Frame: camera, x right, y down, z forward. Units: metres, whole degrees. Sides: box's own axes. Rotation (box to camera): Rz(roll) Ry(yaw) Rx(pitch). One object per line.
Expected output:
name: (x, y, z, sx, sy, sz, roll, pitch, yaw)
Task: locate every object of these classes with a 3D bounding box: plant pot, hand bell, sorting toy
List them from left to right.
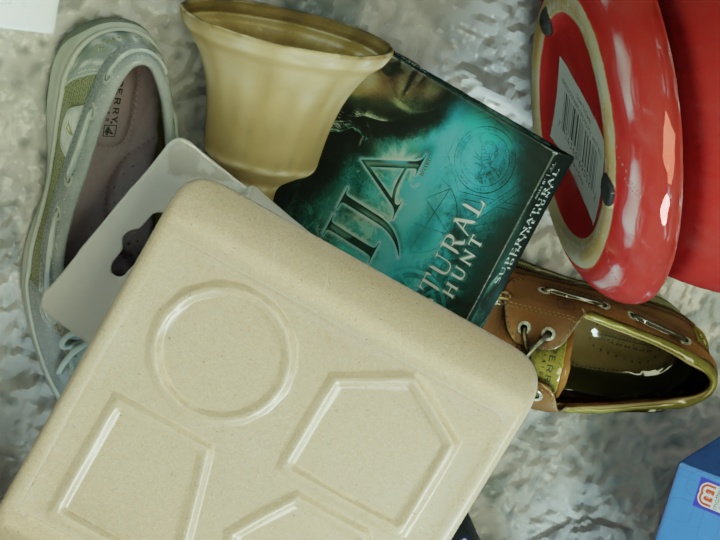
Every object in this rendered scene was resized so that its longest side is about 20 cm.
hand bell: (-0.056, -0.021, 1.419, 0.103, 0.104, 0.201, 7, 106, -22)
sorting toy: (-0.045, 0.084, 1.327, 0.184, 0.036, 0.201, 29, 101, -7)
plant pot: (0.187, -0.083, 1.437, 0.181, 0.201, 0.202, -5, 111, -13)

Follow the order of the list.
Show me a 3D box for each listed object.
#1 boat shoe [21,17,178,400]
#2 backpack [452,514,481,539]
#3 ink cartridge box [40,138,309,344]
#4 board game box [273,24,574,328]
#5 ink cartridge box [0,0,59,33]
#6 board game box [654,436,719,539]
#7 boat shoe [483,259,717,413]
boat shoe: (-0.119, -0.017, 1.422, 0.074, 0.065, 0.203, 0, 110, -20)
backpack: (0.025, 0.197, 1.504, 0.200, 0.127, 0.167, 41, 85, -6)
ink cartridge box: (-0.044, 0.046, 1.365, 0.200, 0.068, 0.117, 39, 104, -8)
board game box: (0.000, 0.000, 1.441, 0.201, 0.135, 0.028, -62, 156, 8)
ink cartridge box: (-0.229, -0.174, 1.326, 0.199, 0.059, 0.105, 6, 107, -22)
board game box: (0.192, 0.157, 1.541, 0.045, 0.200, 0.153, 21, 105, 20)
boat shoe: (0.090, 0.035, 1.516, 0.199, 0.068, 0.072, 2, 110, -20)
